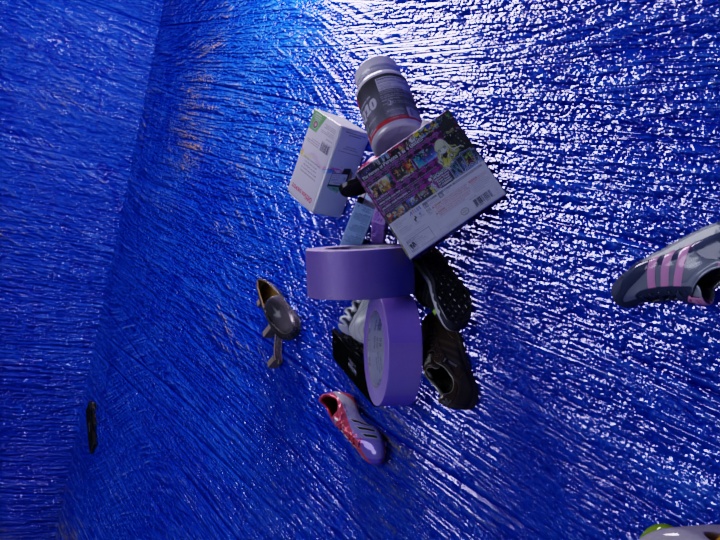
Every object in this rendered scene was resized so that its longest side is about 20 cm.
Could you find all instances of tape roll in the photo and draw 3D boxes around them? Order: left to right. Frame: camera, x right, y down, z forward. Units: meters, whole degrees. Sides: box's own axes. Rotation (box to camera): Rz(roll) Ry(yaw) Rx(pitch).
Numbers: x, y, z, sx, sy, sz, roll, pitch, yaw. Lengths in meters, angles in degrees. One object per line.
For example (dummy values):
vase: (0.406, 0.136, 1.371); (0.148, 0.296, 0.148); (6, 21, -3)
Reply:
tape roll: (0.000, 0.000, 1.446); (0.199, 0.197, 0.087); (5, 99, 56)
tape roll: (0.056, 0.143, 1.469); (0.200, 0.064, 0.205); (-179, 90, -77)

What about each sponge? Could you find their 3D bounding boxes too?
sponge: (0.044, -0.111, 1.538); (0.200, 0.029, 0.114); (95, -171, -75)

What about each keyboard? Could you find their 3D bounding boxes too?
keyboard: (-1.033, 0.590, 3.108); (0.128, 0.020, 0.202); (-60, 39, 37)
keyboard: (-0.002, 0.184, 1.653); (0.200, 0.039, 0.106); (43, 140, 51)

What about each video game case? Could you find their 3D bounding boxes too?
video game case: (0.119, -0.145, 1.376); (0.198, 0.036, 0.183); (-34, 78, 0)

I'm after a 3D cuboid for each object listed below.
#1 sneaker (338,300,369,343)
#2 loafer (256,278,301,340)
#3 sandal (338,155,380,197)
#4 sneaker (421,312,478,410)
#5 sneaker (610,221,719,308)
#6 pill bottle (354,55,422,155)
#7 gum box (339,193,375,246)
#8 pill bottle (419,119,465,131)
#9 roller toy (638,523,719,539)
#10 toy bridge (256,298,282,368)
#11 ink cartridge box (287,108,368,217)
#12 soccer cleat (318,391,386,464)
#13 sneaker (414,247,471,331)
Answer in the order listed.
sneaker: (0.031, 0.052, 1.603); (0.081, 0.074, 0.203); (36, 111, 33)
loafer: (-0.202, 0.092, 1.911); (0.072, 0.073, 0.200); (-39, 41, -4)
sandal: (0.037, -0.194, 1.540); (0.046, 0.198, 0.075); (60, 158, 8)
sneaker: (0.139, 0.149, 1.397); (0.071, 0.074, 0.202); (-55, 41, 32)
sneaker: (0.407, 0.016, 1.032); (0.200, 0.069, 0.084); (-41, 47, 46)
pill bottle: (0.054, -0.324, 1.611); (0.114, 0.112, 0.203); (-48, 45, 39)
gum box: (-0.014, -0.064, 1.629); (0.170, 0.044, 0.203); (-73, 4, -69)
pill bottle: (0.126, -0.164, 1.464); (0.112, 0.111, 0.204); (27, 104, 55)
roller toy: (0.386, 0.385, 0.906); (0.199, 0.138, 0.187); (-20, 66, 52)
toy bridge: (-0.215, 0.142, 1.978); (0.067, 0.027, 0.203); (-48, 44, 37)
ink cartridge box: (-0.074, -0.240, 1.810); (0.145, 0.083, 0.203); (41, 116, 52)
soccer cleat: (-0.017, 0.311, 1.590); (0.200, 0.075, 0.068); (51, 123, 49)
sneaker: (0.141, 0.043, 1.446); (0.202, 0.070, 0.084); (-109, 26, -43)
